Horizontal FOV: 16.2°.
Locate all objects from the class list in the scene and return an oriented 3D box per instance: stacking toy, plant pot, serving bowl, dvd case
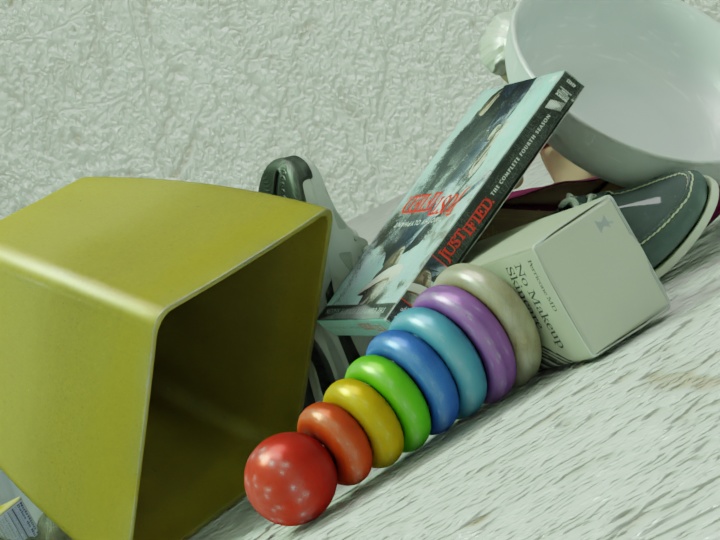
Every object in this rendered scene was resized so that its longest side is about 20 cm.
[{"bbox_3d":[0.012,0.079,1.486,0.200,0.086,0.085,-35,7,-28],"label":"stacking toy"},{"bbox_3d":[-0.155,0.047,1.645,0.176,0.201,0.200,23,32,23],"label":"plant pot"},{"bbox_3d":[0.187,-0.117,1.746,0.200,0.200,0.066,-33,-26,-47],"label":"serving bowl"},{"bbox_3d":[0.056,-0.041,1.634,0.200,0.022,0.146,-55,14,-11],"label":"dvd case"}]

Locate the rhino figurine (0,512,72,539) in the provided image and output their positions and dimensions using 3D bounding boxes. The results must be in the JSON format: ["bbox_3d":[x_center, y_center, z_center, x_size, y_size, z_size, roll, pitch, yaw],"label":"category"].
[{"bbox_3d":[-0.243,0.199,1.664,0.200,0.088,0.060,-28,34,-7],"label":"rhino figurine"}]

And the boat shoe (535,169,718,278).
[{"bbox_3d":[0.145,-0.016,1.672,0.200,0.062,0.073,-31,34,31],"label":"boat shoe"}]

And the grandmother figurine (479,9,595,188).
[{"bbox_3d":[0.147,-0.097,1.820,0.121,0.200,0.061,-29,-2,-27],"label":"grandmother figurine"}]

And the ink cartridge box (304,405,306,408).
[{"bbox_3d":[-0.003,0.044,1.841,0.200,0.095,0.037,-27,5,19],"label":"ink cartridge box"}]

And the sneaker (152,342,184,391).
[{"bbox_3d":[-0.133,0.077,1.844,0.077,0.085,0.200,-18,-24,-12],"label":"sneaker"}]

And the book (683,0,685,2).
[{"bbox_3d":[0.226,-0.145,1.905,0.048,0.200,0.134,-26,5,38],"label":"book"}]

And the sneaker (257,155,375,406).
[{"bbox_3d":[0.000,0.000,1.738,0.115,0.201,0.076,-24,27,-25],"label":"sneaker"}]

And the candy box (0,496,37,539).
[{"bbox_3d":[-0.314,0.236,1.830,0.115,0.055,0.200,-27,5,17],"label":"candy box"}]

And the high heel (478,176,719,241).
[{"bbox_3d":[0.155,-0.034,1.740,0.199,0.068,0.096,-15,-5,7],"label":"high heel"}]

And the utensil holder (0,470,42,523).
[{"bbox_3d":[-0.257,0.124,2.055,0.200,0.170,0.170,-29,4,-29],"label":"utensil holder"}]

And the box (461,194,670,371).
[{"bbox_3d":[0.103,0.018,1.573,0.068,0.082,0.200,-32,4,-25],"label":"box"}]
